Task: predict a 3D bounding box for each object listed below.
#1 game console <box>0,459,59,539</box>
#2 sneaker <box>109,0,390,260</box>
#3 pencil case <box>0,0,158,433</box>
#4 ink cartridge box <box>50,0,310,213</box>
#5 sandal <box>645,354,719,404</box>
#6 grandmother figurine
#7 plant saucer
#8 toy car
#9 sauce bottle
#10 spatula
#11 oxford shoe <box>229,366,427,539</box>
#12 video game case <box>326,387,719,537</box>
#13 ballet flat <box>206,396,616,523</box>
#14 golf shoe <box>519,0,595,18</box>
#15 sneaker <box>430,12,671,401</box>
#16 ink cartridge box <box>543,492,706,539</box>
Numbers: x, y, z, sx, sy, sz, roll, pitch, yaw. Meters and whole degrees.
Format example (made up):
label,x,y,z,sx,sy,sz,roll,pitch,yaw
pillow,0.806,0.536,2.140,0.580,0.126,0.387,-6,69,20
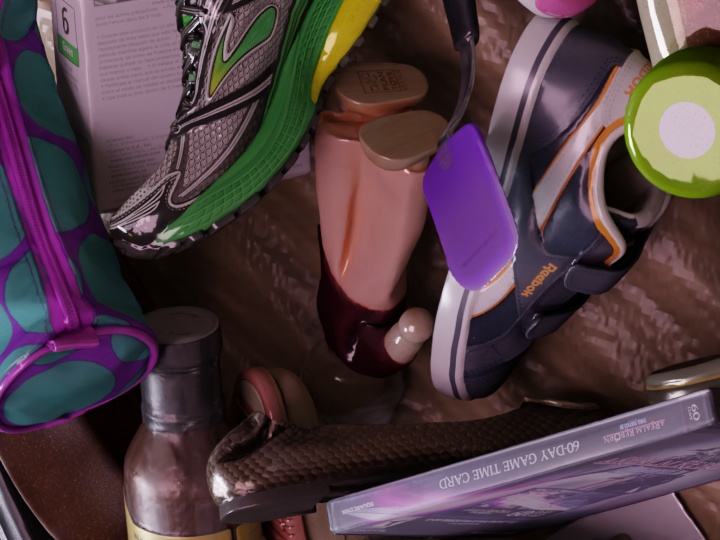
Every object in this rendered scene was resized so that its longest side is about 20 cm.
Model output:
label,x,y,z,sx,sy,sz,roll,pitch,yaw
game console,-0.150,0.095,1.464,0.176,0.116,0.201,-9,107,64
sneaker,-0.058,-0.093,1.317,0.085,0.201,0.078,34,164,-17
pencil case,-0.157,-0.031,1.330,0.093,0.085,0.201,114,139,-58
ink cartridge box,-0.085,-0.134,1.363,0.050,0.108,0.201,-141,44,-59
sandal,0.203,0.006,1.257,0.200,0.080,0.054,-30,77,37
grandmother figurine,0.000,0.000,1.383,0.060,0.122,0.201,-1,130,-11
plant saucer,-0.131,0.045,1.431,0.036,0.200,0.201,-22,98,18
toy car,0.205,-0.127,1.153,0.199,0.164,0.159,-10,105,24
sauce bottle,-0.076,0.114,1.378,0.064,0.065,0.201,12,117,30
spatula,0.042,-0.085,1.288,0.057,0.020,0.201,131,143,-52
oxford shoe,-0.011,0.118,1.424,0.071,0.073,0.201,51,161,50
video game case,0.105,0.087,1.308,0.199,0.143,0.019,-18,75,34
ballet flat,0.025,0.077,1.350,0.067,0.199,0.047,128,131,-66
golf shoe,0.035,-0.188,1.293,0.091,0.075,0.201,-39,80,49
sneaker,0.087,-0.013,1.322,0.079,0.078,0.201,23,128,13
ink cartridge box,0.143,0.211,1.388,0.116,0.067,0.201,-35,88,38
